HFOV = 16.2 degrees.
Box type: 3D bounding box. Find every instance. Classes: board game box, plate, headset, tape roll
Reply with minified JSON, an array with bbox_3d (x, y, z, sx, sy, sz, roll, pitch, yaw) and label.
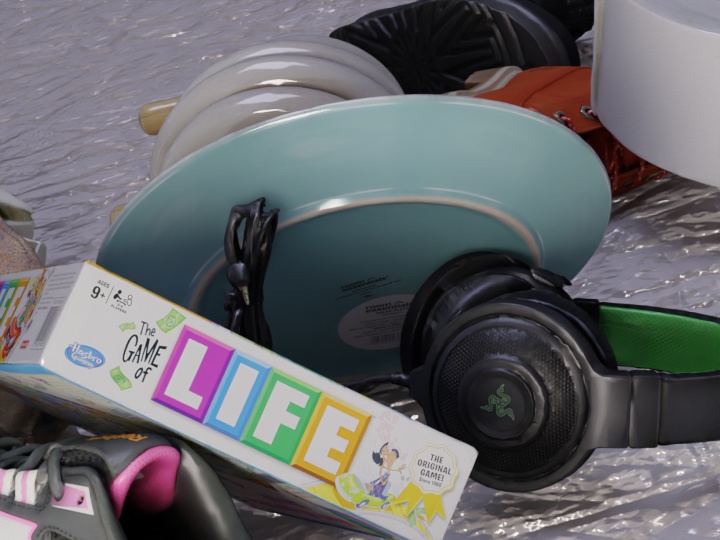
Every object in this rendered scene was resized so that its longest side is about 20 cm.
[{"bbox_3d":[-0.058,0.043,0.831,0.034,0.134,0.200,-66,16,-9],"label":"board game box"},{"bbox_3d":[0.000,0.000,0.956,0.199,0.200,0.026,-14,60,3],"label":"plate"},{"bbox_3d":[0.051,0.021,0.891,0.199,0.094,0.124,0,11,-6],"label":"headset"},{"bbox_3d":[0.204,-0.100,1.115,0.202,0.071,0.203,0,26,0],"label":"tape roll"}]

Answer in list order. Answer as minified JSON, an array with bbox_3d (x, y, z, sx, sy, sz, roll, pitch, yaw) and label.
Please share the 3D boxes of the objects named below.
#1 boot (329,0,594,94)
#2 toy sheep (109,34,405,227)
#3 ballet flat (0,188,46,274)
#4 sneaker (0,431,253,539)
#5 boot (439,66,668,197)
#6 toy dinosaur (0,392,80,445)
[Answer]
[{"bbox_3d":[0.092,-0.137,1.389,0.157,0.080,0.211,-24,19,-27],"label":"boot"},{"bbox_3d":[-0.033,-0.041,1.120,0.137,0.138,0.200,-12,35,11],"label":"toy sheep"},{"bbox_3d":[-0.198,-0.012,1.302,0.067,0.068,0.200,1,19,-16],"label":"ballet flat"},{"bbox_3d":[-0.080,0.078,0.752,0.200,0.087,0.080,27,31,25],"label":"sneaker"},{"bbox_3d":[0.093,-0.056,1.162,0.107,0.075,0.200,-4,19,17],"label":"boot"},{"bbox_3d":[-0.172,0.062,1.044,0.102,0.077,0.200,-2,4,-24],"label":"toy dinosaur"}]
